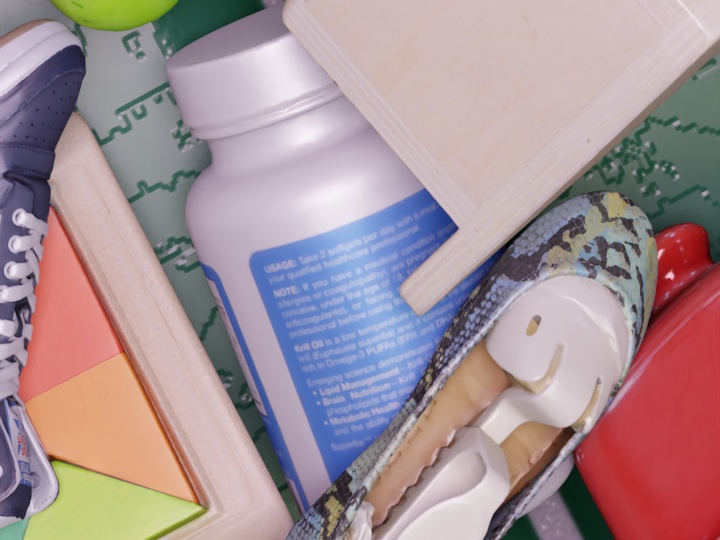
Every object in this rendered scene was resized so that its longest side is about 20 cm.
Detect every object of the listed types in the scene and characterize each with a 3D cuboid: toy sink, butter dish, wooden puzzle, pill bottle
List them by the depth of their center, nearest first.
[{"bbox_3d":[0.063,-0.097,0.940,0.112,0.200,0.130,48,52,3],"label":"toy sink"},{"bbox_3d":[-0.146,0.061,1.046,0.184,0.037,0.201,-28,76,-2],"label":"wooden puzzle"},{"bbox_3d":[0.000,0.000,1.061,0.112,0.112,0.201,-21,104,-4],"label":"pill bottle"},{"bbox_3d":[0.156,0.044,1.074,0.199,0.200,0.148,-45,70,10],"label":"butter dish"}]

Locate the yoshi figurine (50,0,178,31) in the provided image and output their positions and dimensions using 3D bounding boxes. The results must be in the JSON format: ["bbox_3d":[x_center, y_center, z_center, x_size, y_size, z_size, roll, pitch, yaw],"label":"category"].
[{"bbox_3d":[-0.050,-0.153,1.028,0.199,0.112,0.113,-30,110,2],"label":"yoshi figurine"}]

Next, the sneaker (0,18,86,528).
[{"bbox_3d":[-0.133,0.016,1.001,0.108,0.070,0.200,36,92,13],"label":"sneaker"}]

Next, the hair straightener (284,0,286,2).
[{"bbox_3d":[0.025,-0.098,1.015,0.041,0.077,0.200,-30,145,25],"label":"hair straightener"}]

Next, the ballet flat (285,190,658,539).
[{"bbox_3d":[0.049,0.059,0.990,0.074,0.074,0.200,38,84,-13],"label":"ballet flat"}]
